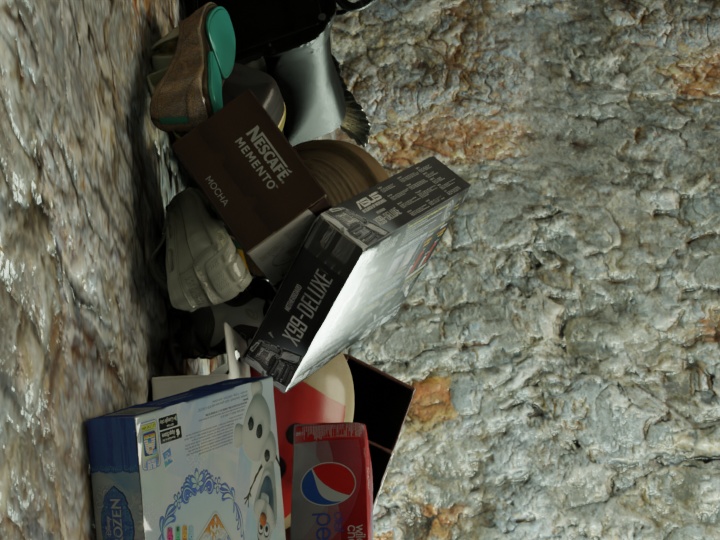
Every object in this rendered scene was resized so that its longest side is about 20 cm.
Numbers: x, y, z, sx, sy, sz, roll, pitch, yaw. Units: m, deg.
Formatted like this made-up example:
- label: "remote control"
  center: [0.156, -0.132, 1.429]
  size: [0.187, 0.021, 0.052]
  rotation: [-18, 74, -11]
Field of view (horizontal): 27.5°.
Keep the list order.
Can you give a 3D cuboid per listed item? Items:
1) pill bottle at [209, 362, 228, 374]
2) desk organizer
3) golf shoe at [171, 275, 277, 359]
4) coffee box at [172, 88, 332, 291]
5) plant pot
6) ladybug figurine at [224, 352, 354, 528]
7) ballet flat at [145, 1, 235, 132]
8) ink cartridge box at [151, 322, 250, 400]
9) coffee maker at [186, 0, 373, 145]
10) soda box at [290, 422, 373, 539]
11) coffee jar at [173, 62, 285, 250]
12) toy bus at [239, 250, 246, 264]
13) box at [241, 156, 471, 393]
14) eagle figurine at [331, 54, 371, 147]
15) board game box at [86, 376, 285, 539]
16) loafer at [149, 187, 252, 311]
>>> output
- label: "pill bottle"
  center: [-0.089, 0.193, 1.418]
  size: [0.110, 0.108, 0.203]
  rotation: [-86, 171, -70]
- label: "desk organizer"
  center: [-0.025, 0.179, 1.342]
  size: [0.072, 0.076, 0.202]
  rotation: [43, 62, -51]
- label: "golf shoe"
  center: [-0.113, 0.041, 1.332]
  size: [0.200, 0.093, 0.079]
  rotation: [-83, 165, -83]
- label: "coffee box"
  center: [-0.074, -0.055, 1.227]
  size: [0.114, 0.079, 0.200]
  rotation: [55, -2, 14]
- label: "plant pot"
  center: [-0.059, -0.036, 1.520]
  size: [0.092, 0.199, 0.204]
  rotation: [-1, 86, -52]
- label: "ladybug figurine"
  center: [-0.084, 0.144, 1.286]
  size: [0.202, 0.135, 0.072]
  rotation: [-66, 158, -3]
- label: "ballet flat"
  center: [-0.147, -0.174, 1.244]
  size: [0.201, 0.066, 0.069]
  rotation: [-89, 167, -62]
- label: "ink cartridge box"
  center: [-0.126, 0.151, 1.192]
  size: [0.117, 0.067, 0.203]
  rotation: [71, 16, -78]
- label: "coffee maker"
  center: [-0.069, -0.222, 1.517]
  size: [0.200, 0.189, 0.136]
  rotation: [74, 20, -69]
- label: "soda box"
  center: [-0.021, 0.214, 1.156]
  size: [0.201, 0.063, 0.071]
  rotation: [-90, 175, -49]
- label: "coffee jar"
  center: [-0.115, -0.107, 1.377]
  size: [0.201, 0.103, 0.086]
  rotation: [81, 32, -55]
- label: "toy bus"
  center: [-0.115, -0.055, 1.691]
  size: [0.078, 0.064, 0.203]
  rotation: [44, 42, -85]
- label: "box"
  center: [0.000, 0.000, 1.239]
  size: [0.200, 0.050, 0.159]
  rotation: [-32, 155, -54]
- label: "eagle figurine"
  center: [-0.074, -0.230, 1.711]
  size: [0.151, 0.150, 0.203]
  rotation: [4, -77, 56]
- label: "board game box"
  center: [-0.113, 0.187, 1.026]
  size: [0.200, 0.043, 0.202]
  rotation: [-8, 93, -67]
- label: "loafer"
  center: [-0.141, -0.017, 1.196]
  size: [0.070, 0.069, 0.200]
  rotation: [63, -5, -18]
